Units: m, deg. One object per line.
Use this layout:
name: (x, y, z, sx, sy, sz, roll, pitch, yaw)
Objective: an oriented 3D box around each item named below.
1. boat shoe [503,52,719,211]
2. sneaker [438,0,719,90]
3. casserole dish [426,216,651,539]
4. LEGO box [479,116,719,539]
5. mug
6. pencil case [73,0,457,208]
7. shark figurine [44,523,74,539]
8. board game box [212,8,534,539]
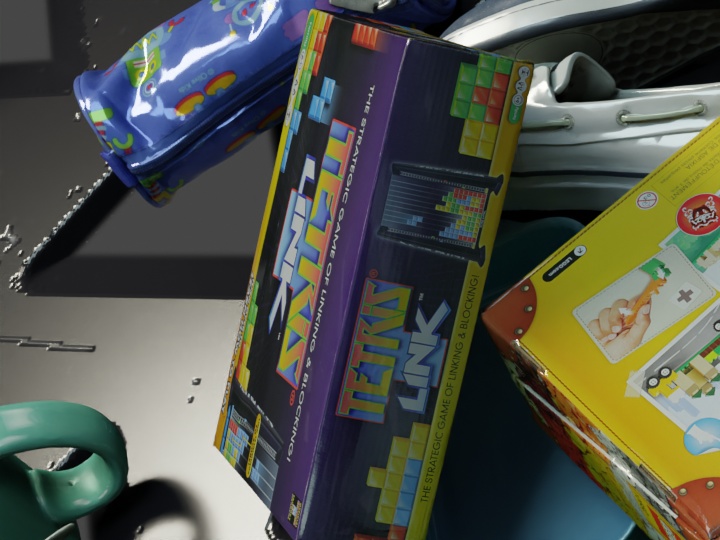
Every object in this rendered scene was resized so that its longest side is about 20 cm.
boat shoe: (0.092, -0.062, 1.108, 0.200, 0.074, 0.067, 5, 106, 29)
sneaker: (0.119, -0.162, 1.157, 0.202, 0.077, 0.146, -19, 60, 13)
casserole dish: (0.065, 0.067, 1.068, 0.121, 0.039, 0.200, -26, 48, 20)
LEGO box: (0.171, 0.015, 0.966, 0.200, 0.077, 0.149, -39, 48, -6)
mug: (-0.214, 0.122, 1.185, 0.152, 0.114, 0.185, 16, 70, 43)
pencil case: (-0.046, -0.109, 1.253, 0.200, 0.078, 0.087, -32, 22, 16)
shark figurine: (-0.114, 0.218, 1.051, 0.089, 0.215, 0.128, -23, -1, -30)
board game box: (0.000, 0.000, 1.043, 0.165, 0.057, 0.200, -147, 69, -74)
